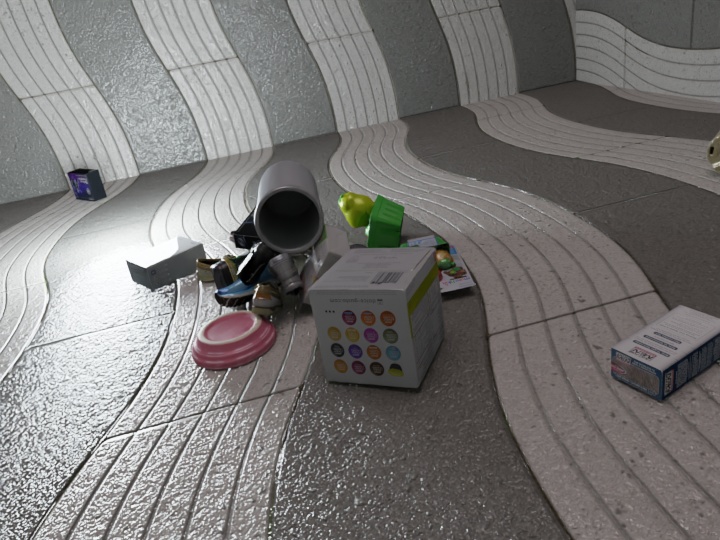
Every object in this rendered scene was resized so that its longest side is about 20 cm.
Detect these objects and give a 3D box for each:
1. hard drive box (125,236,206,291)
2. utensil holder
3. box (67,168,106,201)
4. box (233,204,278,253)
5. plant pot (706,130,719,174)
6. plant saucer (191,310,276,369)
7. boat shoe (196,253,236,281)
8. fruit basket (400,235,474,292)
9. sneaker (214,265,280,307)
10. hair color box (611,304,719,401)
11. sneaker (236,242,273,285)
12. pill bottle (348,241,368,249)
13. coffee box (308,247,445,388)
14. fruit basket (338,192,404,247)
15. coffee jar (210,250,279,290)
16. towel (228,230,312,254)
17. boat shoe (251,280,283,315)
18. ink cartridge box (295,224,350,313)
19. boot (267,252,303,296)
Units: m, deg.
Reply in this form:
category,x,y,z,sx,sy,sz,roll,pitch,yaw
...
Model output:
category,x,y,z,sx,sy,sz,roll,pitch,yaw
hard drive box,-0.599,-0.026,1.820,0.154,0.079,0.198,15,35,44
utensil holder,-0.179,-0.166,1.467,0.165,0.174,0.202,-11,31,-1
box,-1.384,-0.434,2.968,0.196,0.145,0.078,9,32,38
box,-0.235,-0.122,1.600,0.155,0.045,0.202,6,35,13
plant pot,1.156,-0.384,1.773,0.181,0.204,0.199,-33,31,-21
plant saucer,-0.291,0.149,1.338,0.194,0.052,0.202,-9,23,4
boat shoe,-0.391,-0.012,1.713,0.194,0.068,0.074,-7,24,9
fruit basket,0.168,-0.007,1.441,0.179,0.096,0.201,-10,27,-1
sneaker,-0.297,0.030,1.528,0.197,0.092,0.078,-23,-9,-39
hair color box,0.534,0.136,1.008,0.196,0.062,0.099,-22,26,-24
sneaker,-0.264,-0.012,1.436,0.105,0.059,0.199,-55,9,-13
pill bottle,0.000,0.000,1.463,0.113,0.119,0.200,-18,25,-19
coffee box,0.041,0.086,1.151,0.194,0.203,0.200,0,23,24
fruit basket,0.025,-0.142,1.713,0.209,0.160,0.217,5,26,-3
coffee jar,-0.306,-0.001,1.604,0.196,0.107,0.085,-24,11,-27
towel,-0.261,-0.081,1.733,0.194,0.033,0.191,0,-13,20
boat shoe,-0.223,0.060,1.424,0.072,0.071,0.200,5,4,-6
ink cartridge box,-0.095,0.007,1.436,0.066,0.203,0.119,16,33,-21
boot,-0.184,0.020,1.457,0.072,0.098,0.200,-26,-3,-3
